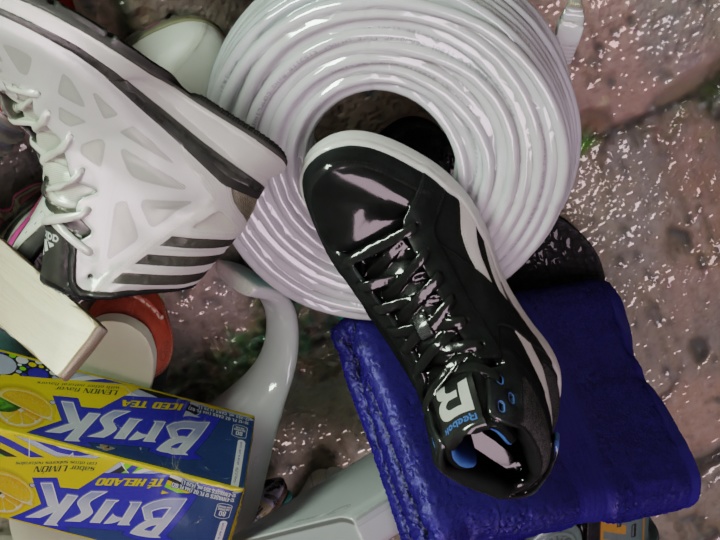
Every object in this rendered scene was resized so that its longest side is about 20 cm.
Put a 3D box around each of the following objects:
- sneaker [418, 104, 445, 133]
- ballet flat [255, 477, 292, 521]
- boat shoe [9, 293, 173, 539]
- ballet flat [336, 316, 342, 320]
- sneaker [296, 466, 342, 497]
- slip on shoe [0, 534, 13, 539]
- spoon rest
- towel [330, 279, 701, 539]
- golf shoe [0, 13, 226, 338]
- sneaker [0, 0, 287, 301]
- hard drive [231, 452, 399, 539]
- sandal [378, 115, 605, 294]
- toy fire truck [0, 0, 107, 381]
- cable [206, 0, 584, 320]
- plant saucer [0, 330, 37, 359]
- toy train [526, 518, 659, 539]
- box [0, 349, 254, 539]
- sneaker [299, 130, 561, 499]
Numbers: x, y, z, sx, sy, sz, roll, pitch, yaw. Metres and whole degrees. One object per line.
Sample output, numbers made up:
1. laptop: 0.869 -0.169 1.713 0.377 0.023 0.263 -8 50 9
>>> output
1. sneaker: 0.027 -0.147 0.990 0.072 0.073 0.200 -32 113 22
2. ballet flat: -0.127 0.194 1.180 0.072 0.072 0.201 30 111 -30
3. boat shoe: -0.159 0.094 1.101 0.071 0.063 0.201 18 120 -5
4. ballet flat: 0.000 0.000 1.080 0.067 0.068 0.200 -46 119 -6
5. sneaker: -0.060 0.211 1.208 0.080 0.075 0.201 16 118 -14
6. slip on shoe: -0.178 0.243 1.142 0.200 0.061 0.076 42 112 4
7. spoon rest: -0.082 0.095 1.111 0.060 0.099 0.202 4 112 -42
8. towel: 0.086 0.083 1.032 0.198 0.149 0.050 -5 152 -35
9. golf shoe: -0.130 -0.045 0.988 0.072 0.092 0.201 32 102 -30
10. sneaker: -0.136 -0.052 0.855 0.200 0.076 0.116 32 87 -30
11. hard drive: 0.019 0.126 1.083 0.131 0.199 0.026 -21 93 44
12. sandal: 0.075 -0.024 1.095 0.075 0.045 0.200 -46 118 3
13. toy fire truck: -0.194 -0.060 0.926 0.176 0.129 0.200 -43 117 14
14. cable: 0.016 -0.066 0.955 0.198 0.069 0.202 2 119 4
15. plant saucer: -0.269 0.059 1.063 0.198 0.036 0.202 -7 126 -10
16. toy train: 0.142 0.156 1.220 0.113 0.085 0.202 -18 126 -18
17. box: -0.163 0.100 1.025 0.198 0.070 0.065 15 123 -6
18. sneaker: 0.041 0.028 0.903 0.073 0.112 0.200 -31 115 20
